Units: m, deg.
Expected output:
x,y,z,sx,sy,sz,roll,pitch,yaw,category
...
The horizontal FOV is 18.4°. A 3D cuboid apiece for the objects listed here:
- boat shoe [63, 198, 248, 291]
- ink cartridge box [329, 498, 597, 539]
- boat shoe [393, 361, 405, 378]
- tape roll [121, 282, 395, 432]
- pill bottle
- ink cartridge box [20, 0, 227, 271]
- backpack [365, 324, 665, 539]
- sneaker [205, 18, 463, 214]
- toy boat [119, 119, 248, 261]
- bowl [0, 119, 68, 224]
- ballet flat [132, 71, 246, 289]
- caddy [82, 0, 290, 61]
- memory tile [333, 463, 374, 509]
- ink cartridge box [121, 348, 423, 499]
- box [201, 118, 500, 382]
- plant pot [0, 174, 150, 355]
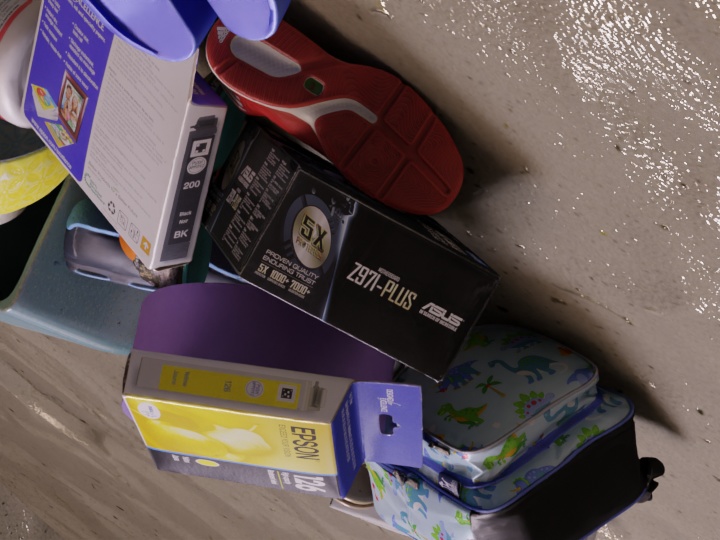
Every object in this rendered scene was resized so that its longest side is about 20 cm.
x,y,z,sx,sy,sz,roll,pitch,yaw,category
-0.145,-0.006,1.828,0.200,0.084,0.069,19,124,-1,boat shoe
0.094,0.218,2.027,0.200,0.083,0.146,24,171,-31,ink cartridge box
0.014,0.056,1.835,0.200,0.068,0.072,171,83,-81,boat shoe
-0.076,0.082,1.685,0.200,0.085,0.200,9,162,3,tape roll
-0.314,-0.195,1.758,0.200,0.109,0.109,26,160,29,pill bottle
-0.168,-0.136,1.585,0.198,0.043,0.200,48,139,33,ink cartridge box
0.100,0.131,1.741,0.200,0.183,0.147,21,135,48,backpack
-0.019,-0.112,1.532,0.200,0.078,0.116,39,178,-8,sneaker
-0.140,-0.058,1.753,0.200,0.131,0.131,26,161,28,toy boat
-0.314,-0.101,1.813,0.200,0.200,0.108,26,135,27,bowl
-0.134,-0.075,1.648,0.072,0.072,0.200,27,117,24,ballet flat
-0.112,-0.221,1.334,0.141,0.105,0.200,-11,137,34,caddy
0.031,0.146,1.889,0.153,0.017,0.200,14,-148,-17,memory tile
-0.058,0.115,1.576,0.200,0.047,0.198,10,159,6,ink cartridge box
-0.013,-0.018,1.555,0.164,0.086,0.200,28,-174,-17,box
-0.240,-0.024,1.949,0.200,0.196,0.196,32,168,-37,plant pot
